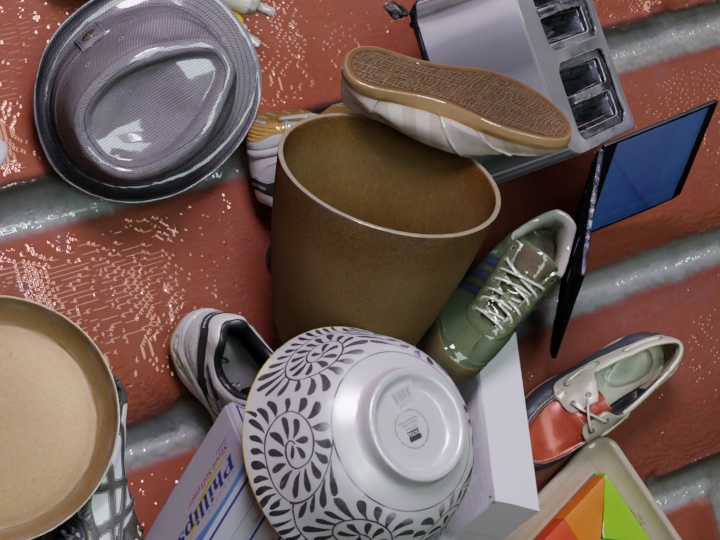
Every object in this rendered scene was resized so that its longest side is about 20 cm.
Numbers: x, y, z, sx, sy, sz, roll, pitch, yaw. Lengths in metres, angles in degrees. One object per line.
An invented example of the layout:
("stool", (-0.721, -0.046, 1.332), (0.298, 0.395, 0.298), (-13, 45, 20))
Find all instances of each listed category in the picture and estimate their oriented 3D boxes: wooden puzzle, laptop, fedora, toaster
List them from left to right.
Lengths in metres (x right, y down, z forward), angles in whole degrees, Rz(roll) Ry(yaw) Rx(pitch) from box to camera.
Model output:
("fedora", (-0.167, -0.142, 1.529), (0.200, 0.090, 0.177), (-31, 107, -10))
("toaster", (0.141, -0.181, 1.674), (0.200, 0.119, 0.181), (-26, 97, -56))
("wooden puzzle", (0.215, 0.283, 1.748), (0.200, 0.037, 0.185), (-41, 104, -25))
("laptop", (0.244, -0.035, 1.701), (0.103, 0.177, 0.200), (11, 63, 3))

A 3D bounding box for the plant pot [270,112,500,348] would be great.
("plant pot", (0.000, 0.000, 1.572), (0.186, 0.186, 0.200), (-3, 127, -28))

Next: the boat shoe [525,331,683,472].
("boat shoe", (0.217, 0.120, 1.752), (0.200, 0.063, 0.071), (-34, 102, -25))

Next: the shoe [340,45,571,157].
("shoe", (0.078, -0.134, 1.576), (0.200, 0.053, 0.070), (18, 47, 2))

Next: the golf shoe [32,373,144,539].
("golf shoe", (-0.217, 0.186, 1.517), (0.094, 0.078, 0.200), (42, 52, -51))

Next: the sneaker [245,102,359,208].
("sneaker", (-0.012, -0.101, 1.658), (0.200, 0.076, 0.088), (-9, 107, -27))

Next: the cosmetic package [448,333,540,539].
("cosmetic package", (0.104, 0.134, 1.631), (0.051, 0.083, 0.200), (15, 50, -25))

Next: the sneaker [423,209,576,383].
("sneaker", (0.126, 0.011, 1.617), (0.067, 0.090, 0.200), (43, 41, 0))

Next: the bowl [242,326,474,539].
("bowl", (0.020, 0.127, 1.436), (0.201, 0.094, 0.201), (12, 67, -31))

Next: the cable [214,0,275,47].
("cable", (-0.165, -0.257, 1.584), (0.200, 0.050, 0.097), (14, 80, -27))

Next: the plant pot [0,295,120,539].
("plant pot", (-0.288, 0.118, 1.467), (0.200, 0.027, 0.200), (1, 73, -5))

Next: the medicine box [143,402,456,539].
("medicine box", (-0.058, 0.234, 1.527), (0.200, 0.103, 0.182), (25, 105, -23))

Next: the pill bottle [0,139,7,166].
("pill bottle", (-0.377, -0.123, 1.431), (0.200, 0.114, 0.114), (46, 66, -16))

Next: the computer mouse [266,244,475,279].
("computer mouse", (0.009, -0.010, 1.677), (0.200, 0.034, 0.059), (6, 99, -22))

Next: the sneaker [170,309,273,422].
("sneaker", (-0.083, 0.122, 1.569), (0.076, 0.088, 0.200), (-42, 106, -27))
